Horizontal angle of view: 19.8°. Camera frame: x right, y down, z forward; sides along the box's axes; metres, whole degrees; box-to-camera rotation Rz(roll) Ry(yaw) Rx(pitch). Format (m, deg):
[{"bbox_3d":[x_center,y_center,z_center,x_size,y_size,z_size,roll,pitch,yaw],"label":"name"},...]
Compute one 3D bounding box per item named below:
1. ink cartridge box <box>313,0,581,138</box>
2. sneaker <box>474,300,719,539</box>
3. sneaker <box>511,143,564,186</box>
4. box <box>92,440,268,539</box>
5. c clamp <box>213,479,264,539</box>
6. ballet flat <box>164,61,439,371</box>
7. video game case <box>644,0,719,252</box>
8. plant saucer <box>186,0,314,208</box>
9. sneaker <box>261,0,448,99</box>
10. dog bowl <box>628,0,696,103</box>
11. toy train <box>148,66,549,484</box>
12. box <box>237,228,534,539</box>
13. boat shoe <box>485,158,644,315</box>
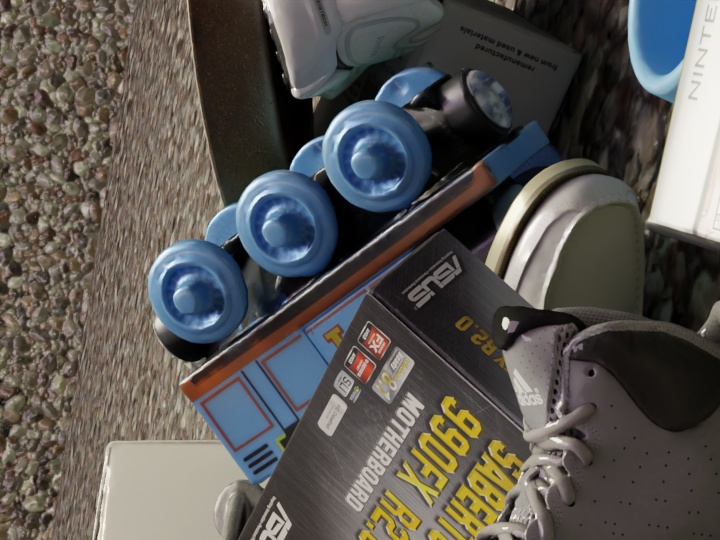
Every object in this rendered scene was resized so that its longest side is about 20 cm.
[{"bbox_3d":[0.020,-0.046,1.061,0.145,0.084,0.201,-124,55,-70],"label":"ink cartridge box"},{"bbox_3d":[0.049,0.073,0.641,0.116,0.200,0.075,63,165,-12],"label":"sneaker"},{"bbox_3d":[0.061,0.038,0.926,0.082,0.074,0.201,13,86,61],"label":"sneaker"},{"bbox_3d":[-0.066,0.183,1.100,0.200,0.127,0.109,86,-174,-57],"label":"box"},{"bbox_3d":[-0.021,0.147,0.945,0.200,0.027,0.172,26,-127,-64],"label":"c clamp"},{"bbox_3d":[-0.012,-0.014,0.960,0.200,0.072,0.072,-43,32,26],"label":"ballet flat"},{"bbox_3d":[0.164,-0.081,0.586,0.200,0.025,0.181,24,103,61],"label":"video game case"},{"bbox_3d":[-0.051,-0.112,1.015,0.200,0.034,0.201,-5,-90,-83],"label":"plant saucer"},{"bbox_3d":[0.003,-0.122,0.955,0.200,0.081,0.075,-82,-27,-79],"label":"sneaker"},{"bbox_3d":[0.150,-0.141,0.737,0.112,0.049,0.200,-100,24,-54],"label":"dog bowl"},{"bbox_3d":[0.000,0.000,0.871,0.200,0.114,0.087,-36,3,28],"label":"toy train"},{"bbox_3d":[0.044,0.102,0.788,0.048,0.158,0.200,-39,-14,-37],"label":"box"},{"bbox_3d":[0.087,0.054,0.821,0.068,0.075,0.201,44,139,46],"label":"boat shoe"}]
